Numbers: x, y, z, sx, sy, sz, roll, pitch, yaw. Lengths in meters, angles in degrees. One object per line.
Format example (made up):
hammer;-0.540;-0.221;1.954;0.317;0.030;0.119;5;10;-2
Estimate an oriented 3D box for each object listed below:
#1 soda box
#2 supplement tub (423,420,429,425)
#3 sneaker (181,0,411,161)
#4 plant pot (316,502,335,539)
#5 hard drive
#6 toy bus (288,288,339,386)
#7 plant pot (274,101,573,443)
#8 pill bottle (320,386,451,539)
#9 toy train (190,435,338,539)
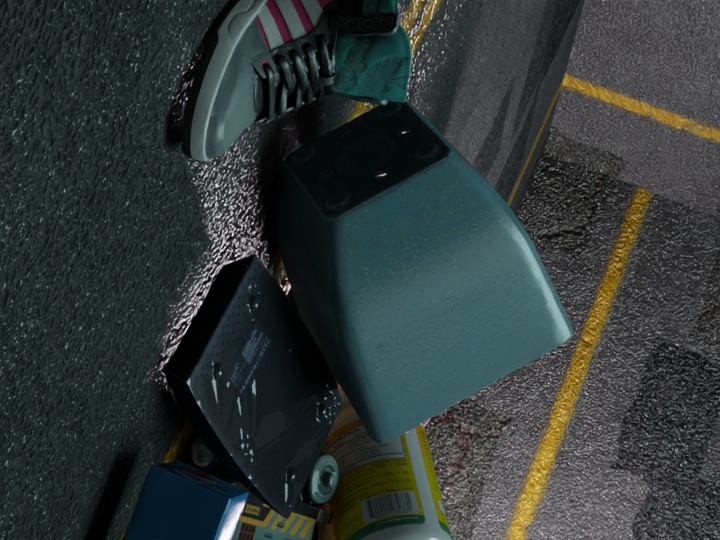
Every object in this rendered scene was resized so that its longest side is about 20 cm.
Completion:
soda box;-0.152;0.248;1.023;0.064;0.067;0.202;23;87;-80
supplement tub;0.028;0.140;1.747;0.200;0.139;0.142;65;47;-77
sneaker;-0.028;-0.133;0.910;0.084;0.119;0.201;98;17;-55
plant pot;-0.090;0.298;1.382;0.186;0.184;0.203;51;46;-79
hard drive;-0.084;0.096;1.119;0.136;0.042;0.201;-63;144;-30
toy bus;0.000;0.000;1.398;0.192;0.134;0.202;-107;-143;-79
plant pot;0.034;-0.022;1.161;0.194;0.197;0.201;-28;128;-7
pill bottle;0.019;0.204;1.358;0.113;0.111;0.202;100;-19;-50
toy train;-0.093;0.206;1.245;0.200;0.084;0.115;32;70;-55
